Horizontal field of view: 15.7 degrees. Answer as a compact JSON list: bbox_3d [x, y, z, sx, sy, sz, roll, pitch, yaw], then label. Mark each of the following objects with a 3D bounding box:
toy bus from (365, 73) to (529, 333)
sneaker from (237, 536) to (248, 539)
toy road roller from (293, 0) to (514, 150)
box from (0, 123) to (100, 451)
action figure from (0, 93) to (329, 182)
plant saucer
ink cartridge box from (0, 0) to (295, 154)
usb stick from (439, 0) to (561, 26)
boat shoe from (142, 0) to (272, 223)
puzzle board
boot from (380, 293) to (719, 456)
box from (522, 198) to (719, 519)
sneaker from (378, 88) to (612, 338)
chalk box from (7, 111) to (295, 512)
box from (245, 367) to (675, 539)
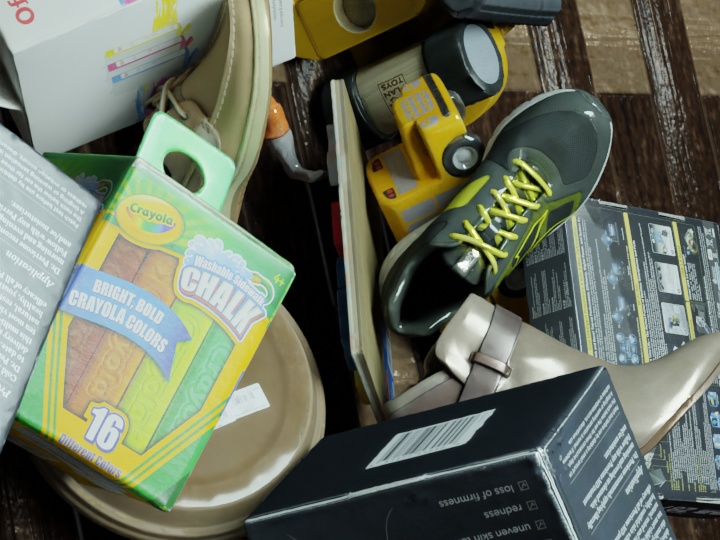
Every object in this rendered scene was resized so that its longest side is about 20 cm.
[{"bbox_3d":[0.062,-0.030,1.736,0.065,0.078,0.200,-111,176,-54],"label":"toy bus"},{"bbox_3d":[-0.024,0.135,1.622,0.199,0.112,0.078,-10,81,-45],"label":"sneaker"},{"bbox_3d":[0.026,-0.188,1.789,0.201,0.123,0.146,63,31,-8],"label":"toy road roller"},{"bbox_3d":[-0.264,0.034,1.371,0.124,0.200,0.197,39,52,-26],"label":"box"},{"bbox_3d":[-0.137,-0.113,1.647,0.199,0.105,0.194,-25,86,-16],"label":"action figure"},{"bbox_3d":[-0.112,0.069,1.571,0.199,0.029,0.201,10,59,-17],"label":"plant saucer"},{"bbox_3d":[-0.155,-0.169,1.538,0.199,0.125,0.129,-23,63,-11],"label":"ink cartridge box"},{"bbox_3d":[0.091,-0.190,1.741,0.056,0.032,0.200,69,20,4],"label":"usb stick"},{"bbox_3d":[-0.094,-0.079,1.526,0.064,0.201,0.071,8,36,-12],"label":"boat shoe"},{"bbox_3d":[0.000,0.000,1.685,0.151,0.017,0.201,72,12,-59],"label":"puzzle board"},{"bbox_3d":[0.117,0.069,1.606,0.146,0.070,0.200,43,74,4],"label":"boot"},{"bbox_3d":[0.183,0.059,1.720,0.161,0.049,0.201,8,70,-44],"label":"box"},{"bbox_3d":[0.086,-0.027,1.640,0.074,0.200,0.085,38,20,-8],"label":"sneaker"},{"bbox_3d":[-0.130,0.012,1.451,0.124,0.124,0.201,33,77,-29],"label":"chalk box"},{"bbox_3d":[0.073,0.185,1.498,0.124,0.199,0.197,-42,113,-58],"label":"box"}]
